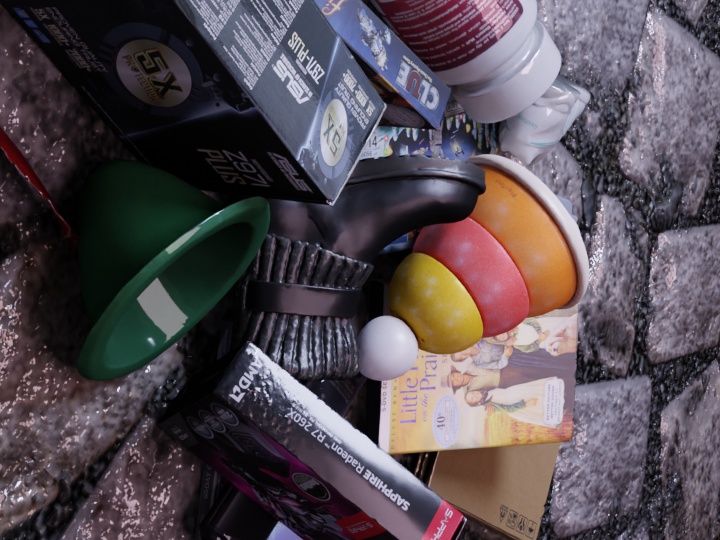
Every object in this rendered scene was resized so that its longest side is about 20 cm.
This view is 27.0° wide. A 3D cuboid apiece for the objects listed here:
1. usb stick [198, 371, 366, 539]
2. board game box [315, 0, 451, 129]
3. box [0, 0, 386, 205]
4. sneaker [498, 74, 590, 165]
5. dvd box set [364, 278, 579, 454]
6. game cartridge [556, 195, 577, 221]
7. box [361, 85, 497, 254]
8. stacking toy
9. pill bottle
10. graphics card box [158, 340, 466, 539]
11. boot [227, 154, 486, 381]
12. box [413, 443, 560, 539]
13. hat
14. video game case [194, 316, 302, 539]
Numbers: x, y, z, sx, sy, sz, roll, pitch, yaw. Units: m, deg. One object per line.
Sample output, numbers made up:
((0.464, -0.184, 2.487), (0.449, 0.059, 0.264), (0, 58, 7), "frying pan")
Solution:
((-0.055, 0.134, 1.140), (0.056, 0.032, 0.201), (51, 58, -31), "usb stick")
((-0.043, -0.163, 1.048), (0.200, 0.135, 0.035), (37, 69, -47), "board game box")
((-0.105, -0.140, 0.954), (0.200, 0.163, 0.087), (52, 57, -42), "box")
((0.154, -0.140, 1.327), (0.081, 0.070, 0.200), (-64, 171, 14), "sneaker")
((0.098, 0.079, 1.287), (0.198, 0.029, 0.148), (0, 95, -27), "dvd box set")
((0.152, 0.025, 1.383), (0.133, 0.041, 0.202), (13, 78, -48), "game cartridge")
((0.043, -0.089, 1.243), (0.199, 0.040, 0.139), (-11, 104, -49), "box")
((0.069, 0.016, 1.187), (0.199, 0.146, 0.147), (-37, 125, -21), "stacking toy")
((0.070, -0.218, 1.174), (0.200, 0.109, 0.110), (51, 58, -31), "pill bottle")
((-0.037, 0.140, 1.053), (0.200, 0.125, 0.051), (41, 62, -11), "graphics card box")
((-0.001, 0.000, 1.115), (0.209, 0.079, 0.160), (-5, 87, -15), "boot")
((0.129, 0.154, 1.403), (0.200, 0.021, 0.165), (34, 68, -47), "box")
((-0.174, -0.050, 0.995), (0.165, 0.176, 0.200), (-38, 167, -29), "hat")
((-0.066, 0.139, 1.167), (0.142, 0.019, 0.202), (5, 93, -51), "video game case")
